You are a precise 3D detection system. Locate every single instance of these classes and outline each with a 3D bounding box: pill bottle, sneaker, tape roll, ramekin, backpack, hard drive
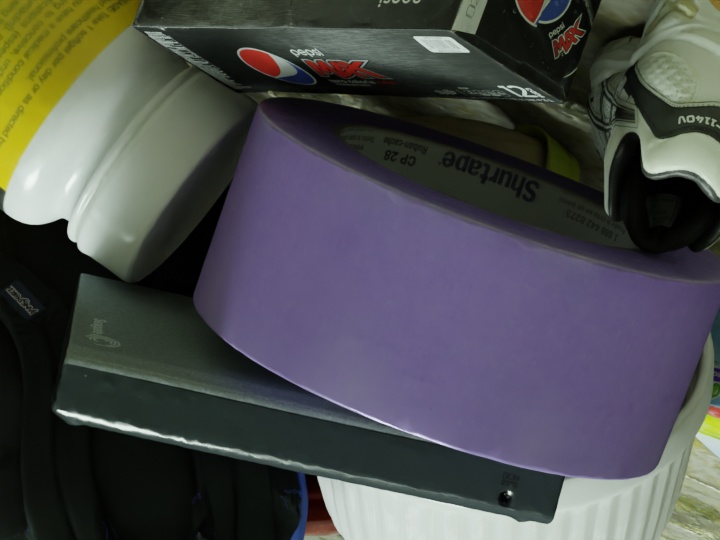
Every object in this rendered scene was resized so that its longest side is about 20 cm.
[{"bbox_3d":[-0.147,-0.092,1.045,0.200,0.114,0.114,38,168,6],"label":"pill bottle"},{"bbox_3d":[0.118,-0.046,0.956,0.076,0.088,0.200,20,168,4],"label":"sneaker"},{"bbox_3d":[0.040,0.004,0.976,0.200,0.085,0.200,18,-168,-4],"label":"tape roll"},{"bbox_3d":[0.068,0.073,1.185,0.200,0.200,0.105,17,132,22],"label":"ramekin"},{"bbox_3d":[-0.104,0.083,1.124,0.162,0.200,0.168,-12,152,-10],"label":"backpack"},{"bbox_3d":[-0.024,0.050,0.999,0.200,0.033,0.140,12,-169,-7],"label":"hard drive"}]

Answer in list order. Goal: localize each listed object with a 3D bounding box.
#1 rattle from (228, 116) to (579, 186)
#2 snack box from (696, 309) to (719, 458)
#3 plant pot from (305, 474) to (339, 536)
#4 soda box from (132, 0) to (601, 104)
[{"bbox_3d":[0.000,0.000,1.141,0.200,0.143,0.130,3,176,0],"label":"rattle"},{"bbox_3d":[0.268,0.089,1.270,0.168,0.068,0.200,13,165,37],"label":"snack box"},{"bbox_3d":[-0.049,0.035,1.349,0.201,0.201,0.195,26,174,-15],"label":"plant pot"},{"bbox_3d":[0.001,-0.109,0.929,0.063,0.071,0.200,28,167,-38],"label":"soda box"}]
